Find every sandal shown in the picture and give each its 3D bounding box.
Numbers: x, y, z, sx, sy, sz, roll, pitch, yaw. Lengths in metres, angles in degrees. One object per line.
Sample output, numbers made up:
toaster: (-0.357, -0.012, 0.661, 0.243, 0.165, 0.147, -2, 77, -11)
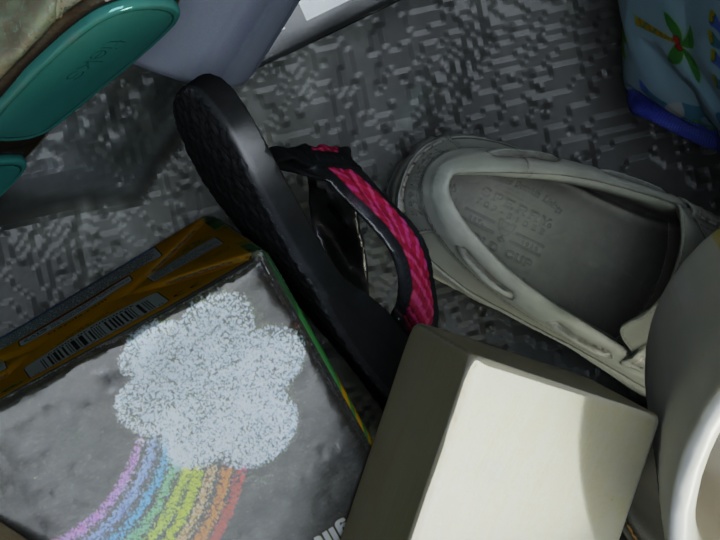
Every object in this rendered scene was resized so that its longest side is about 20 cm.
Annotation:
sandal: (0.000, 0.000, 0.909, 0.045, 0.075, 0.200, -40, 125, -5)

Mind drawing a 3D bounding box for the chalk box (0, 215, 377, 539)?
chalk box: (-0.046, 0.101, 0.906, 0.124, 0.124, 0.201, -29, 101, -7)

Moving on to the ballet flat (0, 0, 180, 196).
ballet flat: (-0.130, -0.060, 0.880, 0.200, 0.067, 0.063, -37, 69, 30)

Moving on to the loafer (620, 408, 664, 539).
loafer: (0.164, 0.122, 0.970, 0.200, 0.072, 0.073, 37, 90, -11)

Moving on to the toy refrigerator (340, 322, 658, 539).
toy refrigerator: (0.024, 0.125, 0.822, 0.070, 0.076, 0.201, 18, 92, -13)

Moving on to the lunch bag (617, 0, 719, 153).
lunch bag: (0.187, -0.139, 0.898, 0.199, 0.127, 0.171, -28, 132, -22)

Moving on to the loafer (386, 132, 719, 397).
loafer: (0.103, 0.008, 0.946, 0.199, 0.070, 0.070, 20, 85, -12)

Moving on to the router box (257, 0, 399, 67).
router box: (-0.014, -0.190, 0.913, 0.149, 0.051, 0.201, -26, 101, -6)

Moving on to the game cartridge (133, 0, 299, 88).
game cartridge: (-0.095, -0.154, 0.872, 0.200, 0.041, 0.133, 35, 120, 3)

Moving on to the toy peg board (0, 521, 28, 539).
toy peg board: (-0.169, 0.169, 0.834, 0.199, 0.098, 0.200, 32, 120, 8)

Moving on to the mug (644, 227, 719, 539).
mug: (0.168, 0.037, 0.821, 0.186, 0.153, 0.150, -31, 108, 5)
